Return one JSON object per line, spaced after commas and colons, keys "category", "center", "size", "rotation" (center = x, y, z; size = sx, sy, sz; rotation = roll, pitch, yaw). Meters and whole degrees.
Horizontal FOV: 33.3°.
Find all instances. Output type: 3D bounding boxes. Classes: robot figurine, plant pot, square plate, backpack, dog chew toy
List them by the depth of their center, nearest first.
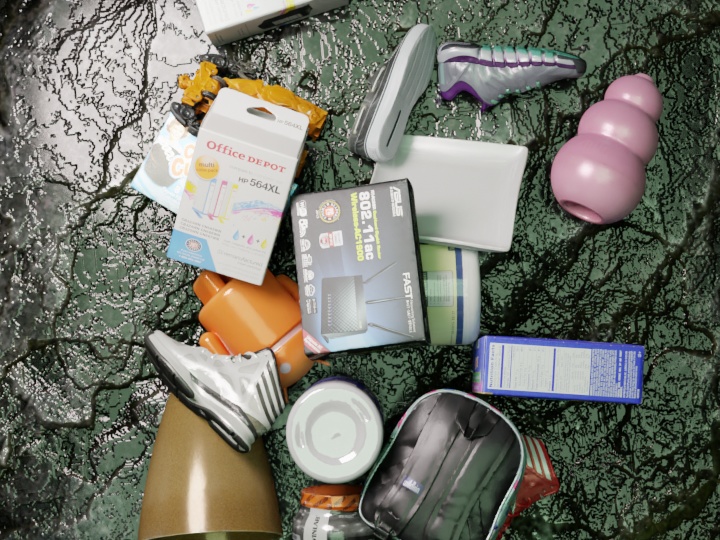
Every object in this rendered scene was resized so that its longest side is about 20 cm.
{"category": "backpack", "center": [0.112, 0.251, 1.486], "size": [0.176, 0.150, 0.202], "rotation": [27, 91, 15]}
{"category": "square plate", "center": [0.107, -0.098, 1.549], "size": [0.195, 0.029, 0.201], "rotation": [6, 46, 11]}
{"category": "plant pot", "center": [-0.193, 0.246, 1.550], "size": [0.183, 0.187, 0.203], "rotation": [-3, 72, 1]}
{"category": "dog chew toy", "center": [0.330, -0.164, 1.567], "size": [0.123, 0.125, 0.202], "rotation": [27, 82, 2]}
{"category": "robot figurine", "center": [-0.130, 0.070, 1.569], "size": [0.116, 0.144, 0.201], "rotation": [-41, 88, 24]}
{"category": "robot figurine", "center": [-0.152, -0.205, 1.587], "size": [0.198, 0.058, 0.146], "rotation": [24, 57, 1]}

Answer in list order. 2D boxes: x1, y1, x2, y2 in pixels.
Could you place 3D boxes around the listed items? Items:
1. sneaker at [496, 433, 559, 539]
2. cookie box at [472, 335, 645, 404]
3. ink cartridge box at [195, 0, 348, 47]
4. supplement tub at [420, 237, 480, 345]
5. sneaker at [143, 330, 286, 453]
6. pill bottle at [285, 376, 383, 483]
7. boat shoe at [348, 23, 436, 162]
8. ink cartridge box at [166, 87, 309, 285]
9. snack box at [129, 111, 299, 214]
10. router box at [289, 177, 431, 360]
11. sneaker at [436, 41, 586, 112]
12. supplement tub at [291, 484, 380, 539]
{"category": "sneaker", "center": [0.201, 0.312, 1.577], "size": [0.114, 0.078, 0.203], "rotation": [8, 90, 3]}
{"category": "cookie box", "center": [0.245, 0.126, 1.534], "size": [0.197, 0.171, 0.076], "rotation": [4, 86, 2]}
{"category": "ink cartridge box", "center": [-0.127, -0.402, 1.595], "size": [0.197, 0.083, 0.148], "rotation": [-18, 88, 1]}
{"category": "supplement tub", "center": [0.052, 0.025, 1.551], "size": [0.197, 0.145, 0.147], "rotation": [-2, 89, 1]}
{"category": "sneaker", "center": [-0.172, 0.124, 1.496], "size": [0.200, 0.076, 0.115], "rotation": [41, 66, 18]}
{"category": "pill bottle", "center": [-0.029, 0.195, 1.521], "size": [0.118, 0.200, 0.122], "rotation": [0, 89, 1]}
{"category": "boat shoe", "center": [0.037, -0.241, 1.594], "size": [0.070, 0.072, 0.202], "rotation": [14, 71, 33]}
{"category": "ink cartridge box", "center": [-0.148, -0.111, 1.491], "size": [0.127, 0.126, 0.202], "rotation": [16, 115, -4]}
{"category": "snack box", "center": [-0.194, -0.112, 1.613], "size": [0.198, 0.037, 0.117], "rotation": [30, 89, 2]}
{"category": "router box", "center": [0.000, 0.000, 1.451], "size": [0.148, 0.062, 0.203], "rotation": [-8, 80, 9]}
{"category": "sneaker", "center": [0.199, -0.253, 1.602], "size": [0.197, 0.074, 0.089], "rotation": [6, 105, 9]}
{"category": "supplement tub", "center": [-0.029, 0.384, 1.556], "size": [0.121, 0.123, 0.203], "rotation": [-1, 89, 1]}
